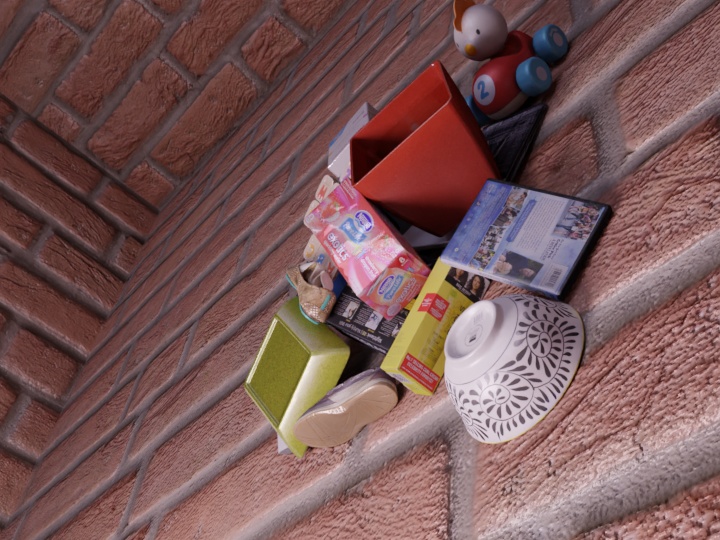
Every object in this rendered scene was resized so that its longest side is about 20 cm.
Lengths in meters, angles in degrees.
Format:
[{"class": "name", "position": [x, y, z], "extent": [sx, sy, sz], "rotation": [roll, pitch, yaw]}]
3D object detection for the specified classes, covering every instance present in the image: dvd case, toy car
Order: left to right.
[{"class": "toy car", "position": [0.219, -0.384, 1.571], "extent": [0.184, 0.200, 0.178], "rotation": [-24, 30, 52]}, {"class": "dvd case", "position": [0.223, -0.187, 1.498], "extent": [0.148, 0.016, 0.201], "rotation": [-17, 37, 52]}, {"class": "dvd case", "position": [0.216, -0.046, 1.197], "extent": [0.199, 0.018, 0.143], "rotation": [19, 69, 42]}]

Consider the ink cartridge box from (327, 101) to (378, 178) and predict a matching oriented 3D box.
[{"class": "ink cartridge box", "position": [0.018, -0.239, 1.869], "extent": [0.129, 0.125, 0.201], "rotation": [-46, 18, 18]}]

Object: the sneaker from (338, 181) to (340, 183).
[{"class": "sneaker", "position": [-0.013, -0.060, 1.581], "extent": [0.076, 0.070, 0.202], "rotation": [-47, 45, 40]}]

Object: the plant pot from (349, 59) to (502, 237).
[{"class": "plant pot", "position": [0.113, -0.175, 1.424], "extent": [0.199, 0.176, 0.201], "rotation": [-39, 23, 18]}]

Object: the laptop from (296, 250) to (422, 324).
[{"class": "laptop", "position": [0.000, 0.000, 1.565], "extent": [0.199, 0.115, 0.189], "rotation": [-37, 27, 37]}]

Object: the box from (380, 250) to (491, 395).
[{"class": "box", "position": [0.109, 0.072, 1.280], "extent": [0.201, 0.075, 0.050], "rotation": [-59, 22, -17]}]

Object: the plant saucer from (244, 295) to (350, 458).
[{"class": "plant saucer", "position": [-0.118, 0.165, 1.467], "extent": [0.199, 0.047, 0.202], "rotation": [40, 108, 50]}]

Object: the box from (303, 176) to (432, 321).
[{"class": "box", "position": [0.012, -0.036, 1.368], "extent": [0.103, 0.095, 0.201], "rotation": [-43, 47, 8]}]

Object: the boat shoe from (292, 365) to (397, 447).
[{"class": "boat shoe", "position": [-0.020, 0.204, 1.360], "extent": [0.199, 0.072, 0.065], "rotation": [-36, 21, 32]}]

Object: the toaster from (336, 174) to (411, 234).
[{"class": "toaster", "position": [0.018, -0.125, 1.720], "extent": [0.180, 0.118, 0.201], "rotation": [-38, 25, 33]}]

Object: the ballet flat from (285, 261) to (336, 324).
[{"class": "ballet flat", "position": [-0.076, 0.025, 1.491], "extent": [0.066, 0.070, 0.200], "rotation": [-52, 26, 8]}]

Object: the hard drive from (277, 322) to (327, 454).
[{"class": "hard drive", "position": [-0.096, 0.188, 1.499], "extent": [0.131, 0.026, 0.202], "rotation": [-35, 50, 40]}]

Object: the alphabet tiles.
[{"class": "alphabet tiles", "position": [-0.036, -0.088, 1.541], "extent": [0.200, 0.014, 0.197], "rotation": [43, 110, 52]}]

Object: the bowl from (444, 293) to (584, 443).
[{"class": "bowl", "position": [0.164, 0.098, 1.093], "extent": [0.201, 0.094, 0.202], "rotation": [-43, 24, 24]}]

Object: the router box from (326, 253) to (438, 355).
[{"class": "router box", "position": [0.051, 0.048, 1.403], "extent": [0.199, 0.052, 0.158], "rotation": [21, 74, 52]}]

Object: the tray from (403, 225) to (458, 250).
[{"class": "tray", "position": [0.133, -0.066, 1.489], "extent": [0.107, 0.022, 0.199], "rotation": [-46, 18, -23]}]
